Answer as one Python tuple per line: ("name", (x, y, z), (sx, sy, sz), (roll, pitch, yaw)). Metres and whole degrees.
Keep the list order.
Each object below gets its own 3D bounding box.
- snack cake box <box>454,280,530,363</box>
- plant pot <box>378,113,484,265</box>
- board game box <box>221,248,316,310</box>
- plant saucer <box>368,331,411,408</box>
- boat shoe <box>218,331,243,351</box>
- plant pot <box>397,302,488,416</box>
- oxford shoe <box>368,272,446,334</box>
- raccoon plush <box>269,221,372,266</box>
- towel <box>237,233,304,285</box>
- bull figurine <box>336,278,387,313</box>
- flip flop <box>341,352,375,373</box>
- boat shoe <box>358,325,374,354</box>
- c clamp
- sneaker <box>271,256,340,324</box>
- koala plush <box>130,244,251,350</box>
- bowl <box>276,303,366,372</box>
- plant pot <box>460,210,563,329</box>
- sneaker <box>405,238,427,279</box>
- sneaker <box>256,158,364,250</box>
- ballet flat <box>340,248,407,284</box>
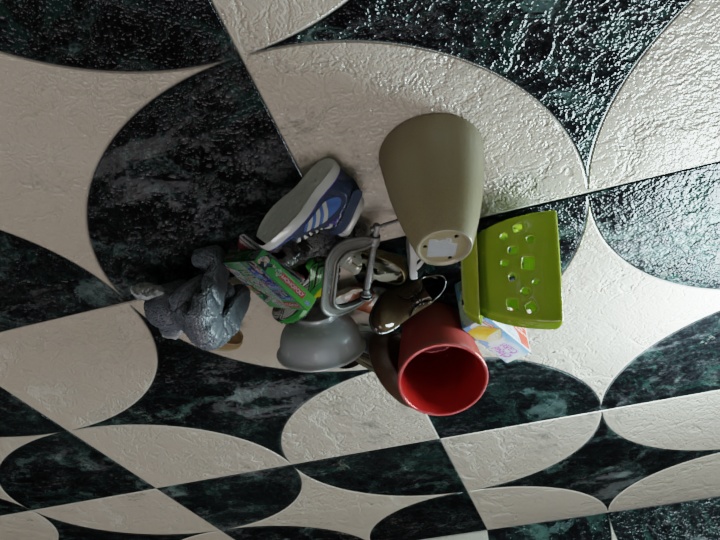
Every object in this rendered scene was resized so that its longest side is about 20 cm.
("snack cake box", (0.290, 0.104, 1.625), (0.066, 0.117, 0.199), (-28, 137, 27))
("plant pot", (0.127, -0.117, 1.233), (0.182, 0.204, 0.189), (-2, 146, -2))
("board game box", (-0.173, 0.018, 1.369), (0.134, 0.029, 0.199), (43, 162, -21))
("plant saucer", (0.102, 0.215, 1.690), (0.198, 0.203, 0.037), (25, 128, -34))
("boat shoe", (-0.333, 0.118, 1.624), (0.197, 0.073, 0.064), (26, 136, -33))
("plant pot", (0.166, 0.180, 1.609), (0.195, 0.179, 0.204), (-2, 124, -3))
("oxford shoe", (0.096, 0.058, 1.493), (0.074, 0.199, 0.084), (58, 149, -8))
("raccoon plush", (-0.083, -0.041, 1.414), (0.196, 0.099, 0.134), (18, 147, -24))
("towel", (-0.173, 0.000, 1.410), (0.143, 0.023, 0.200), (36, 162, 0))
("bull figurine", (0.028, 0.059, 1.575), (0.196, 0.067, 0.121), (14, 154, -28))
("flip flop", (-0.027, 0.204, 1.703), (0.197, 0.058, 0.081), (28, 167, 14))
("boat shoe", (0.051, 0.189, 1.755), (0.198, 0.073, 0.070), (22, 138, -29))
("c clamp", (0.000, 0.000, 1.407), (0.168, 0.027, 0.204), (-11, 128, -36))
("sneaker", (-0.127, 0.033, 1.537), (0.084, 0.079, 0.200), (26, 126, -26))
("koala plush", (-0.350, 0.071, 1.481), (0.195, 0.187, 0.179), (-2, 139, 20))
("bowl", (-0.089, 0.132, 1.602), (0.195, 0.202, 0.093), (-6, 111, 3))
("plant pot", (0.277, 0.008, 1.386), (0.176, 0.205, 0.200), (-3, 172, 10))
("sneaker", (0.144, -0.053, 1.432), (0.109, 0.074, 0.202), (-5, 144, 1))
("sneaker", (-0.074, -0.081, 1.303), (0.201, 0.080, 0.147), (-49, 132, -8))
("ballet flat", (0.010, -0.016, 1.476), (0.196, 0.072, 0.071), (15, 141, -24))
